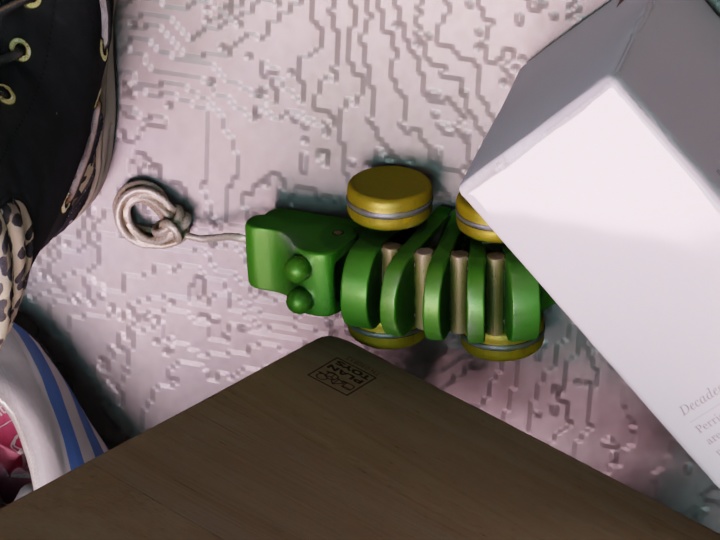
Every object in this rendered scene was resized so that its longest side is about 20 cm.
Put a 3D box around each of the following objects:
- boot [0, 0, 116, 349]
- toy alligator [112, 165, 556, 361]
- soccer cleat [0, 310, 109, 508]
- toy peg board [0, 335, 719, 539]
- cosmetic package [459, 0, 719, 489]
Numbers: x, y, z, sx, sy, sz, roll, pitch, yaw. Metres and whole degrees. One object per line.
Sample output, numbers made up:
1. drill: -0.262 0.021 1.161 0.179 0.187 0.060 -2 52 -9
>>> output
1. boot: -0.125 -0.076 0.958 0.073 0.154 0.204 4 119 7
2. toy alligator: 0.000 0.000 1.023 0.199 0.054 0.059 6 118 13
3. soccer cleat: -0.107 0.105 1.090 0.070 0.086 0.200 -33 104 28
4. toy peg board: 0.002 0.132 0.939 0.200 0.199 0.098 27 122 27
5. cosmetic package: 0.131 0.008 0.963 0.071 0.101 0.200 -35 102 29
